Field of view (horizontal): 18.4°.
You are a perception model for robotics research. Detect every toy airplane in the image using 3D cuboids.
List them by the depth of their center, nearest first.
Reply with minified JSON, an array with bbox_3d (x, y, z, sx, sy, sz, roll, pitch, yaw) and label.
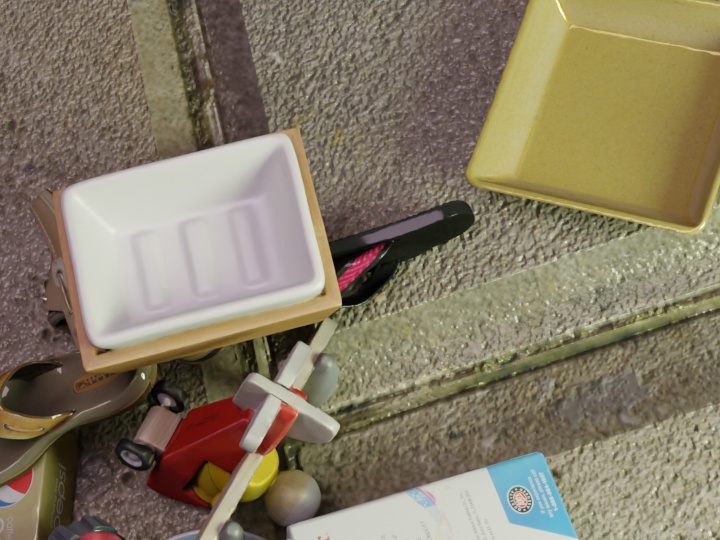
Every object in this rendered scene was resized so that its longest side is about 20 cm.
[{"bbox_3d":[-0.076,0.138,1.677,0.200,0.141,0.199,-43,20,7],"label":"toy airplane"}]

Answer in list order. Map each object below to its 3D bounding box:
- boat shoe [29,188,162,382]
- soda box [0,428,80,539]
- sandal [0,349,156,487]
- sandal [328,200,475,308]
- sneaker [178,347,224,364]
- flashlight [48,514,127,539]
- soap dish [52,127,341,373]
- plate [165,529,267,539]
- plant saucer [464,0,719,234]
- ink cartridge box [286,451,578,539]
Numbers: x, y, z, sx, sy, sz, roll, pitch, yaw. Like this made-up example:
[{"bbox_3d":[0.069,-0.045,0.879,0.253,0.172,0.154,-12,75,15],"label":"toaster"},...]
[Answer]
[{"bbox_3d":[-0.233,0.021,1.826,0.065,0.072,0.200,-31,67,1],"label":"boat shoe"},{"bbox_3d":[-0.272,0.207,1.757,0.068,0.064,0.200,-4,65,15],"label":"soda box"},{"bbox_3d":[-0.254,0.104,1.729,0.200,0.054,0.080,-27,60,8],"label":"sandal"},{"bbox_3d":[0.000,0.000,1.763,0.200,0.075,0.045,-21,74,5],"label":"sandal"},{"bbox_3d":[-0.109,-0.024,1.794,0.075,0.090,0.200,18,74,24],"label":"sneaker"},{"bbox_3d":[-0.164,0.243,1.608,0.068,0.068,0.200,-45,35,-12],"label":"flashlight"},{"bbox_3d":[-0.125,-0.011,1.699,0.200,0.081,0.157,-15,65,0],"label":"soap dish"},{"bbox_3d":[-0.117,0.296,1.691,0.200,0.026,0.200,-7,64,14],"label":"plate"},{"bbox_3d":[0.209,-0.127,1.766,0.200,0.048,0.200,14,72,22],"label":"plant saucer"},{"bbox_3d":[0.059,0.235,1.599,0.200,0.085,0.145,-15,61,-12],"label":"ink cartridge box"}]
